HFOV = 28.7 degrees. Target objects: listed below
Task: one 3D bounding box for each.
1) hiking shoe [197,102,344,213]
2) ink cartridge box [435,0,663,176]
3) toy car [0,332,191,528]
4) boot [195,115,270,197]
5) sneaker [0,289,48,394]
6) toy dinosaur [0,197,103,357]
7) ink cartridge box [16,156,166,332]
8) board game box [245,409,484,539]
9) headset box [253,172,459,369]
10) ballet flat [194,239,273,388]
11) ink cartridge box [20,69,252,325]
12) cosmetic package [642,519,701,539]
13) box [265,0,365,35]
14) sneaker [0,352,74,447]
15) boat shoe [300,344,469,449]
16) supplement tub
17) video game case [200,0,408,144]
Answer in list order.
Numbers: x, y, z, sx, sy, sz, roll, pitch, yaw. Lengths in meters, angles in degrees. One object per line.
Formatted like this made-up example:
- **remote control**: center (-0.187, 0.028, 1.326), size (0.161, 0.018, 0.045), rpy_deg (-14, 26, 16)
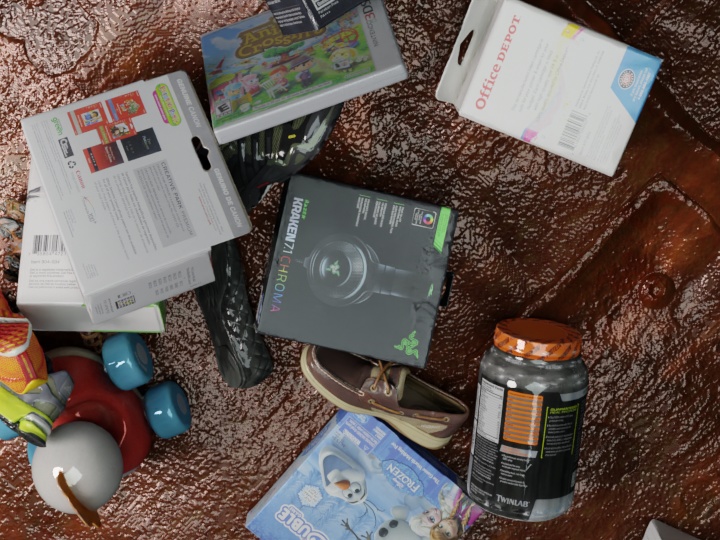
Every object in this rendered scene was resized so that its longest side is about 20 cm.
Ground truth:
- **hiking shoe**: center (-0.104, -0.137, 1.431), size (0.200, 0.076, 0.101), rpy_deg (-40, 106, 19)
- **ink cartridge box**: center (0.187, -0.202, 1.459), size (0.198, 0.125, 0.130), rpy_deg (22, 103, -6)
- **toy car**: center (-0.290, 0.200, 1.495), size (0.183, 0.201, 0.178), rpy_deg (-21, 133, 10)
- **boot**: center (-0.102, -0.169, 1.490), size (0.090, 0.073, 0.201), rpy_deg (29, 103, -13)
- **sneaker**: center (-0.372, 0.065, 1.404), size (0.072, 0.200, 0.078), rpy_deg (-25, 123, -19)
- **toy dinosaur**: center (-0.346, 0.023, 1.531), size (0.135, 0.102, 0.201), rpy_deg (-36, 83, -8)
- **ink cartridge box**: center (-0.271, -0.044, 1.467), size (0.144, 0.084, 0.202), rpy_deg (1, 68, -1)
- **board game box**: center (0.005, 0.278, 1.619), size (0.200, 0.043, 0.199), rpy_deg (39, 101, -10)
- **headset box**: center (0.000, 0.000, 1.506), size (0.198, 0.093, 0.176), rpy_deg (13, 93, -7)
- **ballet flat**: center (-0.144, 0.033, 1.561), size (0.066, 0.057, 0.202), rpy_deg (1, 107, 43)
- **ink cartridge box**: center (-0.218, -0.075, 1.390), size (0.174, 0.084, 0.202), rpy_deg (-20, 70, -11)
- **cosmetic package**: center (0.389, 0.432, 1.622), size (0.198, 0.123, 0.202), rpy_deg (23, 104, -6)
- **box**: center (-0.027, -0.370, 1.388), size (0.199, 0.123, 0.200), rpy_deg (-33, 106, -14)
- **sneaker**: center (-0.364, 0.110, 1.460), size (0.081, 0.199, 0.074), rpy_deg (-49, 141, -16)
- **boat shoe**: center (0.030, 0.126, 1.555), size (0.199, 0.073, 0.072), rpy_deg (31, 134, -12)
- **supplement tub**: center (0.185, 0.162, 1.552), size (0.121, 0.123, 0.203), rpy_deg (5, 104, -2)
- **video game case**: center (-0.062, -0.219, 1.430), size (0.198, 0.183, 0.022), rpy_deg (-19, 131, 4)
